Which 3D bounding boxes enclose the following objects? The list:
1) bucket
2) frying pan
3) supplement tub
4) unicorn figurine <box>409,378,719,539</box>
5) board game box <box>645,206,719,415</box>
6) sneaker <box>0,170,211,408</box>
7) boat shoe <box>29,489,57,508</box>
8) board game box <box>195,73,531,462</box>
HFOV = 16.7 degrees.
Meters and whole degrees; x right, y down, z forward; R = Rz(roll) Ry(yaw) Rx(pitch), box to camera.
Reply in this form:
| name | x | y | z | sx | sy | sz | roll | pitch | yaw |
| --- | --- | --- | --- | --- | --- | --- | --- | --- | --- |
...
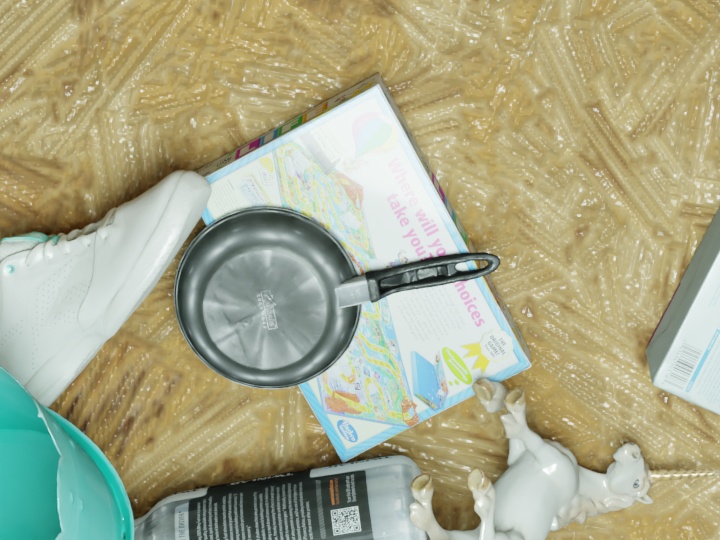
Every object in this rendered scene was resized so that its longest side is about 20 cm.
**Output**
| name | x | y | z | sx | sy | sz | roll | pitch | yaw |
| --- | --- | --- | --- | --- | --- | --- | --- | --- | --- |
| bucket | -0.237 | 0.156 | 1.424 | 0.206 | 0.135 | 0.208 | -5 | 70 | 15 |
| frying pan | -0.020 | 0.027 | 1.473 | 0.189 | 0.031 | 0.116 | 13 | 108 | 0 |
| supplement tub | -0.052 | 0.188 | 1.506 | 0.199 | 0.123 | 0.123 | -9 | 106 | 3 |
| unicorn figurine | 0.105 | 0.135 | 1.487 | 0.200 | 0.074 | 0.138 | -44 | 125 | -17 |
| board game box | 0.295 | 0.037 | 1.487 | 0.199 | 0.064 | 0.148 | 25 | 106 | -5 |
| sneaker | -0.172 | 0.000 | 1.467 | 0.088 | 0.075 | 0.200 | 42 | 116 | -2 |
| boat shoe | -0.211 | 0.218 | 1.549 | 0.075 | 0.060 | 0.201 | 10 | 106 | -2 |
| board game box | 0.000 | 0.000 | 1.495 | 0.134 | 0.034 | 0.201 | -27 | 104 | 9 |
